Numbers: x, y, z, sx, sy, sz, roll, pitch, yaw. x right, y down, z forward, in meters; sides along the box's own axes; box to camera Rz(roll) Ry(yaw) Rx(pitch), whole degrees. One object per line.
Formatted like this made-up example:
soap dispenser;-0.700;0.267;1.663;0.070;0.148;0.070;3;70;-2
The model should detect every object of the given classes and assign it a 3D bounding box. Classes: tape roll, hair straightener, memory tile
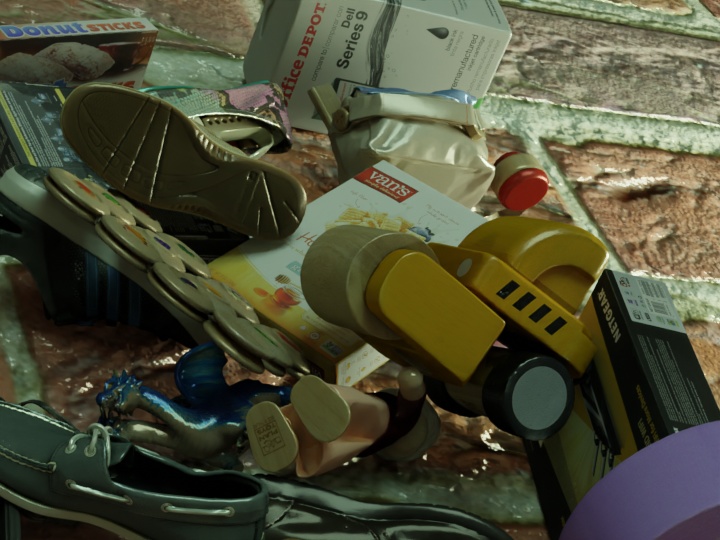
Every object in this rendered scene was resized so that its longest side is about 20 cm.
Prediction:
tape roll;0.223;0.186;1.097;0.200;0.200;0.066;9;34;-21
hair straightener;-0.203;0.140;1.056;0.077;0.041;0.200;18;27;-15
memory tile;-0.120;0.002;1.190;0.200;0.017;0.153;41;5;15

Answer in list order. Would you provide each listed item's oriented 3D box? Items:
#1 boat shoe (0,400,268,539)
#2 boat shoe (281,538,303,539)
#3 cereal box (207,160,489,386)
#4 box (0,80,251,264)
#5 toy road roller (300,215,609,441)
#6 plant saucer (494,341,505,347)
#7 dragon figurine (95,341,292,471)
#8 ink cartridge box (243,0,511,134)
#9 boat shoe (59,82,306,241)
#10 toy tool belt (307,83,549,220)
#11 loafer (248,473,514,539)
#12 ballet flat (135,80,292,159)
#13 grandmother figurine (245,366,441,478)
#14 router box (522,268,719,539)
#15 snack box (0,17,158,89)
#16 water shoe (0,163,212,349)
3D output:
boat shoe;-0.145;0.113;1.037;0.200;0.062;0.073;25;29;3
boat shoe;0.018;0.237;1.024;0.200;0.073;0.065;36;64;2
cereal box;0.000;0.000;1.321;0.144;0.040;0.200;32;49;31
box;-0.193;-0.069;1.360;0.161;0.049;0.200;3;37;-34
toy road roller;0.075;0.010;1.198;0.200;0.146;0.123;37;-10;-24
plant saucer;0.085;0.014;1.412;0.200;0.051;0.201;16;33;-11
dragon figurine;-0.096;0.086;1.177;0.099;0.059;0.200;34;33;18
ink cartridge box;0.012;-0.193;1.587;0.200;0.146;0.084;10;35;-19
boat shoe;-0.134;-0.079;1.284;0.200;0.072;0.065;23;1;-31
toy tool belt;0.058;-0.113;1.521;0.200;0.125;0.123;2;46;-32
loafer;0.006;0.185;1.099;0.200;0.073;0.071;11;54;-4
ballet flat;-0.121;-0.106;1.369;0.200;0.069;0.071;-12;67;-50
grandmother figurine;-0.003;0.104;1.164;0.200;0.121;0.061;10;61;-64
router box;0.178;0.120;1.209;0.052;0.157;0.200;13;32;-16
snack box;-0.258;-0.166;1.441;0.200;0.072;0.024;-11;46;-43
water shoe;-0.184;0.009;1.235;0.200;0.079;0.072;40;5;-21
